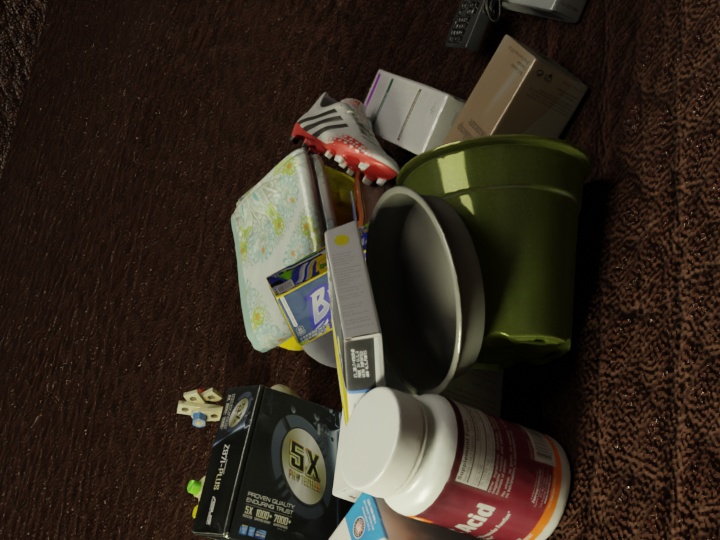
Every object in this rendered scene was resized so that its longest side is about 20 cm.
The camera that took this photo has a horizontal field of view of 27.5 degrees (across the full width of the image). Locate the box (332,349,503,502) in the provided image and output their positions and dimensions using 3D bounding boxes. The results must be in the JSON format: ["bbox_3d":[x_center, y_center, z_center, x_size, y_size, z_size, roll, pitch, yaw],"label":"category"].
[{"bbox_3d":[0.063,0.141,1.545,0.152,0.106,0.202,-28,47,50],"label":"box"}]

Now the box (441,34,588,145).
[{"bbox_3d":[0.153,-0.142,1.607,0.201,0.077,0.095,-60,27,13],"label":"box"}]

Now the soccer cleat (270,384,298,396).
[{"bbox_3d":[-0.059,0.201,1.771,0.078,0.069,0.201,-50,40,21],"label":"soccer cleat"}]

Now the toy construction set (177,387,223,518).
[{"bbox_3d":[-0.178,0.237,1.936,0.131,0.091,0.202,-43,48,39],"label":"toy construction set"}]

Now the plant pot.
[{"bbox_3d":[0.138,-0.008,1.458,0.199,0.198,0.192,-27,60,51],"label":"plant pot"}]

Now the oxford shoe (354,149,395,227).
[{"bbox_3d":[0.034,-0.072,1.764,0.072,0.072,0.202,-13,47,20],"label":"oxford shoe"}]

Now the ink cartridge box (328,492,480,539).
[{"bbox_3d":[0.028,0.344,1.428,0.201,0.144,0.148,-55,30,23],"label":"ink cartridge box"}]

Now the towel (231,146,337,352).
[{"bbox_3d":[-0.090,-0.024,1.767,0.171,0.048,0.202,-36,59,47],"label":"towel"}]

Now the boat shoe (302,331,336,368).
[{"bbox_3d":[0.004,0.056,1.716,0.200,0.071,0.070,-31,20,53],"label":"boat shoe"}]

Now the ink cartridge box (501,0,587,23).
[{"bbox_3d":[0.219,-0.382,1.697,0.200,0.043,0.175,32,101,62],"label":"ink cartridge box"}]

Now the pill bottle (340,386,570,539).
[{"bbox_3d":[0.088,0.183,1.374,0.114,0.198,0.115,-39,39,43],"label":"pill bottle"}]

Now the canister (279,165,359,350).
[{"bbox_3d":[-0.068,-0.017,1.876,0.149,0.086,0.202,-101,33,-65],"label":"canister"}]

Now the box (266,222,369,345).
[{"bbox_3d":[0.000,0.000,1.632,0.198,0.071,0.064,-28,25,-3],"label":"box"}]

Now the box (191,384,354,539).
[{"bbox_3d":[-0.062,0.232,1.605,0.086,0.198,0.166,-13,59,58],"label":"box"}]

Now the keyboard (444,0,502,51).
[{"bbox_3d":[0.147,-0.358,1.723,0.104,0.039,0.202,23,93,63],"label":"keyboard"}]

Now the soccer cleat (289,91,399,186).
[{"bbox_3d":[-0.011,-0.163,1.768,0.086,0.068,0.199,-57,37,-4],"label":"soccer cleat"}]

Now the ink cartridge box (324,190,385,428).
[{"bbox_3d":[-0.007,0.062,1.452,0.201,0.046,0.199,-104,6,-46],"label":"ink cartridge box"}]

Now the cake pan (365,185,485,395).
[{"bbox_3d":[0.062,0.018,1.401,0.200,0.036,0.203,171,90,-67],"label":"cake pan"}]

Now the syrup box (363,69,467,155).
[{"bbox_3d":[0.077,-0.179,1.768,0.082,0.078,0.200,-66,28,6],"label":"syrup box"}]
